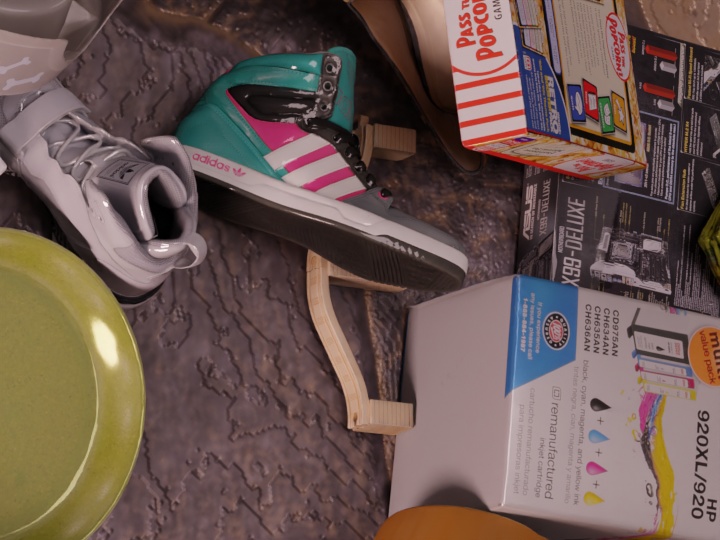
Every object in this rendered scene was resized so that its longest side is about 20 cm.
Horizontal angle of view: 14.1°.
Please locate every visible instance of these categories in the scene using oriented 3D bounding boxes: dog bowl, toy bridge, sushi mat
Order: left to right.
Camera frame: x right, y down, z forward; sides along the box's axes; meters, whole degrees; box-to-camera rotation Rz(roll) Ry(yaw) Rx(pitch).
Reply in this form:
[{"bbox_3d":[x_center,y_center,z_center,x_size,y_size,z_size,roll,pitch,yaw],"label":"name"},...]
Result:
[{"bbox_3d":[-0.234,-0.180,1.658,0.199,0.059,0.201,25,33,-17],"label":"dog bowl"},{"bbox_3d":[-0.228,0.063,1.693,0.200,0.012,0.096,37,66,-19],"label":"sushi mat"},{"bbox_3d":[0.000,0.000,1.827,0.067,0.027,0.201,7,76,-27],"label":"toy bridge"}]

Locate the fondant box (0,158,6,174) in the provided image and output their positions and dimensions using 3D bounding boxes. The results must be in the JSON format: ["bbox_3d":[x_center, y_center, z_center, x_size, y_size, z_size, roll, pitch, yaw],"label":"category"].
[{"bbox_3d":[-0.320,-0.052,1.629,0.200,0.058,0.145,-41,96,-30],"label":"fondant box"}]

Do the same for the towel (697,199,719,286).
[{"bbox_3d":[0.287,0.028,1.951,0.201,0.018,0.086,59,46,-27],"label":"towel"}]

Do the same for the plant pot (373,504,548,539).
[{"bbox_3d":[0.048,0.248,1.719,0.199,0.200,0.184,30,58,-22],"label":"plant pot"}]

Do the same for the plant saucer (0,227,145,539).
[{"bbox_3d":[-0.217,0.076,1.660,0.199,0.031,0.202,1,88,-32],"label":"plant saucer"}]

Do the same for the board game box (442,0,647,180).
[{"bbox_3d":[0.113,-0.142,1.793,0.200,0.046,0.153,10,71,-63],"label":"board game box"}]

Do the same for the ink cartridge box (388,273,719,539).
[{"bbox_3d":[0.142,0.100,1.820,0.199,0.144,0.148,12,74,-27],"label":"ink cartridge box"}]

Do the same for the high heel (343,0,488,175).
[{"bbox_3d":[0.036,-0.137,1.805,0.200,0.071,0.144,10,66,-67],"label":"high heel"}]

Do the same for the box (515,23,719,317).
[{"bbox_3d":[0.185,-0.057,1.931,0.157,0.050,0.201,12,75,-27],"label":"box"}]

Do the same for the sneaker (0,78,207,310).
[{"bbox_3d":[-0.163,-0.071,1.696,0.075,0.115,0.200,-40,101,-29],"label":"sneaker"}]

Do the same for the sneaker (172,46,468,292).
[{"bbox_3d":[-0.013,-0.072,1.787,0.199,0.084,0.121,23,71,-3],"label":"sneaker"}]
